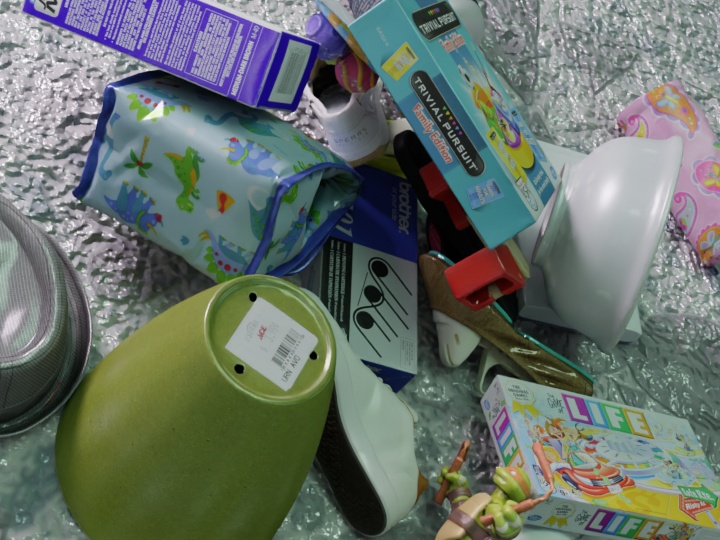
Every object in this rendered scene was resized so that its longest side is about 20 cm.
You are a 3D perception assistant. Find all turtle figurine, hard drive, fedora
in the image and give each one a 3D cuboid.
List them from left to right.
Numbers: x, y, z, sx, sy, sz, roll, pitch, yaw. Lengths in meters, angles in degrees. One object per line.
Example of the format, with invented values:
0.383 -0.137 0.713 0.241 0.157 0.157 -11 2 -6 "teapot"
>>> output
-0.270 0.014 0.909 0.175 0.090 0.202 2 60 -27 "fedora"
0.073 0.198 0.960 0.161 0.200 0.065 -42 101 -11 "turtle figurine"
0.203 -0.034 1.253 0.131 0.025 0.202 14 55 -22 "hard drive"

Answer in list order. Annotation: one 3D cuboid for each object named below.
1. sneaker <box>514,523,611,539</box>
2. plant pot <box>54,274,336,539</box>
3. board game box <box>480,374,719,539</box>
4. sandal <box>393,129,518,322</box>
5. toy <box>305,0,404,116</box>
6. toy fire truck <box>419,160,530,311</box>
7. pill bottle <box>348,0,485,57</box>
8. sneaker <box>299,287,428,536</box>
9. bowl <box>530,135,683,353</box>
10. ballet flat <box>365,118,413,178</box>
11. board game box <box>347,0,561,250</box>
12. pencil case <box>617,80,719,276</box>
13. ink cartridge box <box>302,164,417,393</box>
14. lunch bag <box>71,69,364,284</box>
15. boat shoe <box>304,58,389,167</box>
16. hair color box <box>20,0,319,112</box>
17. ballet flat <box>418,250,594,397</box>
0.146 0.206 1.043 0.199 0.075 0.089 -15 63 -46 "sneaker"
-0.096 0.092 0.887 0.185 0.200 0.189 15 54 -21 "plant pot"
0.206 0.163 1.058 0.198 0.034 0.135 14 33 -22 "board game box"
0.080 -0.035 1.155 0.201 0.045 0.075 54 22 -12 "sandal"
-0.003 -0.175 1.056 0.199 0.047 0.115 34 15 -41 "toy"
0.112 -0.036 1.099 0.199 0.048 0.142 9 54 -64 "toy fire truck"
0.054 -0.252 1.248 0.118 0.120 0.202 -3 62 -31 "pill bottle"
-0.008 0.101 1.008 0.084 0.072 0.202 -28 98 -45 "sneaker"
0.207 -0.035 1.126 0.089 0.202 0.202 18 51 4 "bowl"
0.067 -0.119 1.203 0.198 0.067 0.067 -7 63 -33 "ballet flat"
0.081 -0.130 1.022 0.201 0.047 0.151 57 22 -5 "board game box"
0.351 -0.100 1.346 0.087 0.087 0.201 -18 71 -36 "pencil case"
0.000 0.000 1.103 0.093 0.044 0.202 16 53 -21 "ink cartridge box"
-0.103 -0.080 1.024 0.169 0.128 0.200 30 26 10 "lunch bag"
-0.019 -0.176 1.151 0.201 0.070 0.070 -108 171 -51 "boat shoe"
-0.142 -0.184 0.974 0.198 0.065 0.109 25 10 10 "hair color box"
0.114 0.069 1.112 0.199 0.068 0.073 39 81 -14 "ballet flat"
